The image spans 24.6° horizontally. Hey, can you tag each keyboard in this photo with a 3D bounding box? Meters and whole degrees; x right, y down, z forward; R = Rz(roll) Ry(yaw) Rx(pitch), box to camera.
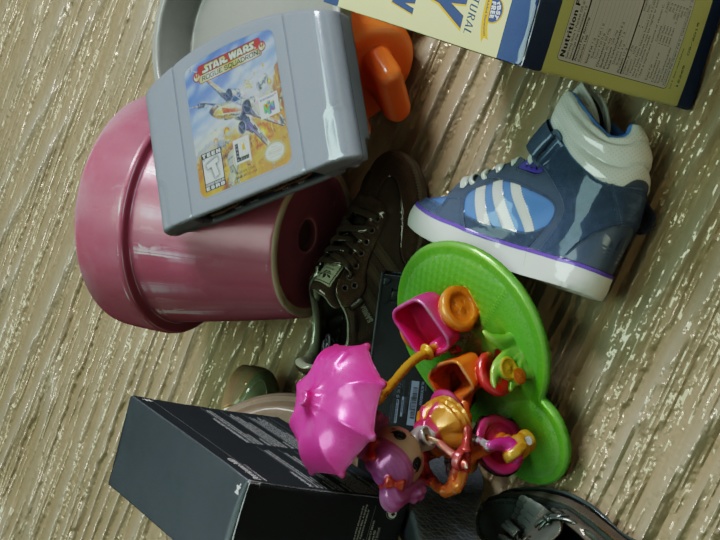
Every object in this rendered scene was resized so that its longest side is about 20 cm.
[{"bbox_3d":[0.018,0.101,1.315,0.125,0.021,0.203,7,91,3],"label":"keyboard"}]

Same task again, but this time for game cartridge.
[{"bbox_3d":[-0.084,-0.117,1.255,0.199,0.041,0.135,-20,77,35],"label":"game cartridge"}]

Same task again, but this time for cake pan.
[{"bbox_3d":[-0.083,-0.186,1.307,0.199,0.037,0.203,-6,81,38],"label":"cake pan"}]

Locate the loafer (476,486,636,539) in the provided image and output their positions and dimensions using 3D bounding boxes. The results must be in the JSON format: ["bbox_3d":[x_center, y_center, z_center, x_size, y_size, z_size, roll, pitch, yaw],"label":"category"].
[{"bbox_3d":[0.151,0.205,1.185,0.199,0.062,0.073,20,100,44],"label":"loafer"}]

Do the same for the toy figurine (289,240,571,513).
[{"bbox_3d":[0.036,0.104,1.183,0.150,0.183,0.202,-30,89,51],"label":"toy figurine"}]

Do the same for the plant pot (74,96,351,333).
[{"bbox_3d":[-0.113,-0.038,1.394,0.177,0.199,0.203,11,94,29],"label":"plant pot"}]

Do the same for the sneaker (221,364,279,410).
[{"bbox_3d":[-0.072,0.185,1.412,0.089,0.067,0.203,3,87,35],"label":"sneaker"}]

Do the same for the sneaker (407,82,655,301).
[{"bbox_3d":[0.132,-0.071,1.229,0.199,0.080,0.148,22,93,47],"label":"sneaker"}]

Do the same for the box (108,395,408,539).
[{"bbox_3d":[-0.080,0.164,1.226,0.199,0.140,0.080,24,97,56],"label":"box"}]

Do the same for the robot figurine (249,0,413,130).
[{"bbox_3d":[-0.033,-0.198,1.366,0.144,0.116,0.201,-50,55,28],"label":"robot figurine"}]

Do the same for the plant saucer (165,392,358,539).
[{"bbox_3d":[-0.070,0.198,1.357,0.197,0.029,0.203,-3,74,11],"label":"plant saucer"}]

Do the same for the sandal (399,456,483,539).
[{"bbox_3d":[0.053,0.188,1.215,0.201,0.075,0.043,-91,23,-61],"label":"sandal"}]

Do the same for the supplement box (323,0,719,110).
[{"bbox_3d":[0.122,-0.214,1.159,0.199,0.198,0.136,25,103,42],"label":"supplement box"}]

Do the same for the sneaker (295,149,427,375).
[{"bbox_3d":[0.000,0.000,1.344,0.070,0.075,0.203,17,99,44],"label":"sneaker"}]
